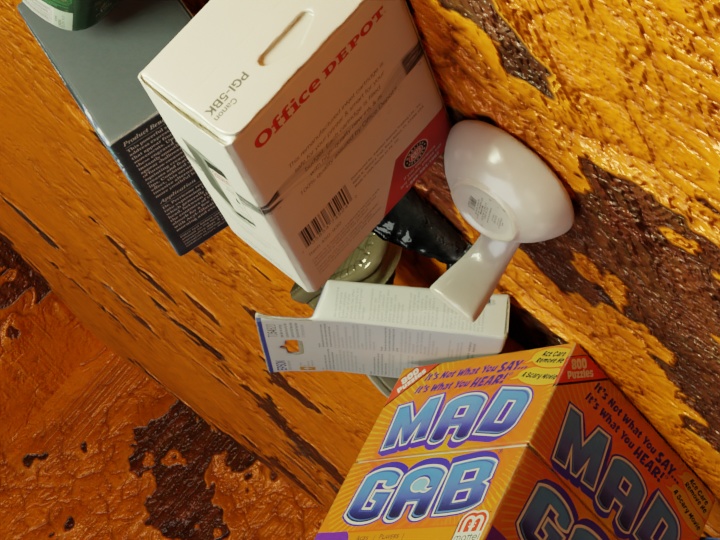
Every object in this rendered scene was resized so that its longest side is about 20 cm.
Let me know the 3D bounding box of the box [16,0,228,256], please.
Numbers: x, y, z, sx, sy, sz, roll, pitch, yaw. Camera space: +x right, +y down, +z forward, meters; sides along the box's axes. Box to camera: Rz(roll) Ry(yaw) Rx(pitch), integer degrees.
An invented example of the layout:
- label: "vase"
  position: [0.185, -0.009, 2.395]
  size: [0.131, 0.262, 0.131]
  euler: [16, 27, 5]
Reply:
- label: "box"
  position: [-0.154, -0.130, 1.546]
  size: [0.149, 0.107, 0.200]
  euler: [54, 175, 26]

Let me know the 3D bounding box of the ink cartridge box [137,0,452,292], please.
- label: "ink cartridge box"
  position: [-0.034, -0.100, 1.248]
  size: [0.083, 0.147, 0.200]
  euler: [37, 167, 27]

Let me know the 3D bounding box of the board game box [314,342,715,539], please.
- label: "board game box"
  position: [0.120, 0.206, 1.613]
  size: [0.199, 0.200, 0.200]
  euler: [-12, 131, 48]

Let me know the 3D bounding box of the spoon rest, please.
- label: "spoon rest"
  position: [0.090, -0.037, 1.345]
  size: [0.099, 0.061, 0.200]
  euler: [38, 155, 10]

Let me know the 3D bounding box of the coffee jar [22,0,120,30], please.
- label: "coffee jar"
  position: [-0.188, -0.236, 1.353]
  size: [0.085, 0.104, 0.200]
  euler: [38, 168, -1]

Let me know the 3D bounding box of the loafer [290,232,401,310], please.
- label: "loafer"
  position: [0.000, 0.000, 1.714]
  size: [0.067, 0.076, 0.200]
  euler: [26, 168, -13]

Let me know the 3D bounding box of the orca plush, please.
- label: "orca plush"
  position: [-0.004, -0.046, 1.544]
  size: [0.200, 0.071, 0.105]
  euler: [43, 169, -12]

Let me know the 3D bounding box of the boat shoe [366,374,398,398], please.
- label: "boat shoe"
  position: [0.055, 0.093, 1.841]
  size: [0.200, 0.074, 0.060]
  euler: [29, 173, -34]

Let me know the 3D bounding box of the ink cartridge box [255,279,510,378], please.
- label: "ink cartridge box"
  position: [0.018, 0.052, 1.668]
  size: [0.199, 0.041, 0.200]
  euler: [4, 165, 1]

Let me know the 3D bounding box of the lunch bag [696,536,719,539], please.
- label: "lunch bag"
  position: [0.331, 0.306, 1.631]
  size: [0.135, 0.133, 0.200]
  euler: [9, 148, 41]
